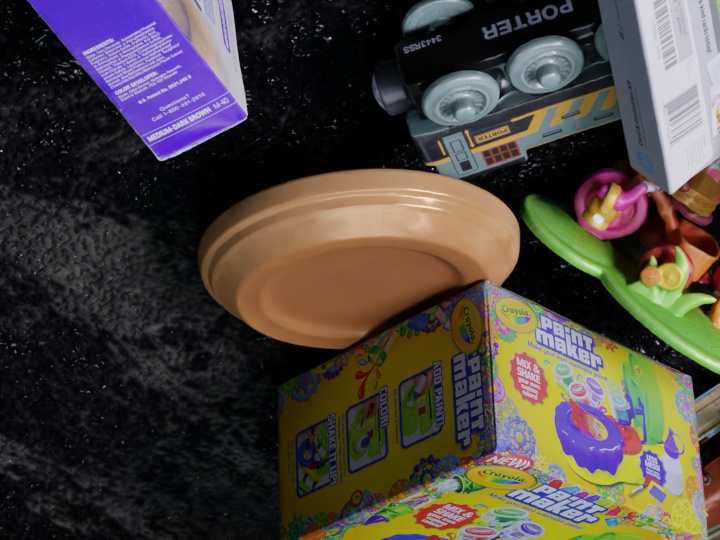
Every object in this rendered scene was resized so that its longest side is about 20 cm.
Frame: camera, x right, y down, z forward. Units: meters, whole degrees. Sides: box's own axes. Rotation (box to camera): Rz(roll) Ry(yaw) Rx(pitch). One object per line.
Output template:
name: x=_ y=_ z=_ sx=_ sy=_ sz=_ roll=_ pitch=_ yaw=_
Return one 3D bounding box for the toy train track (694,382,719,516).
toy train track: x=0.228 y=0.101 z=1.739 sx=0.200 sy=0.115 sz=0.033 roll=-34 pitch=176 yaw=5

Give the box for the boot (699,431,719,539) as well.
boot: x=0.248 y=0.133 z=1.791 sx=0.200 sy=0.075 sz=0.107 roll=-9 pitch=132 yaw=-13

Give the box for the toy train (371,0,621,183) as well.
toy train: x=0.109 y=-0.122 z=1.513 sx=0.200 sy=0.085 sz=0.114 roll=-19 pitch=146 yaw=6

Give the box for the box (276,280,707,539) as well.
box: x=0.083 y=0.122 z=1.665 sx=0.200 sy=0.122 sz=0.193 roll=24 pitch=141 yaw=-37

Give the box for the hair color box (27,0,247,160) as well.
hair color box: x=-0.138 y=-0.167 z=1.400 sx=0.065 sy=0.109 sz=0.200 roll=-26 pitch=133 yaw=15

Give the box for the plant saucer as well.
plant saucer: x=0.000 y=0.000 z=1.594 sx=0.200 sy=0.038 sz=0.200 roll=-3 pitch=153 yaw=-2

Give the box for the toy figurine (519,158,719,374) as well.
toy figurine: x=0.228 y=-0.058 z=1.585 sx=0.200 sy=0.150 sz=0.184 roll=32 pitch=111 yaw=-5

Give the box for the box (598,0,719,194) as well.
box: x=0.227 y=-0.158 z=1.457 sx=0.200 sy=0.041 sz=0.156 roll=-35 pitch=137 yaw=-16
